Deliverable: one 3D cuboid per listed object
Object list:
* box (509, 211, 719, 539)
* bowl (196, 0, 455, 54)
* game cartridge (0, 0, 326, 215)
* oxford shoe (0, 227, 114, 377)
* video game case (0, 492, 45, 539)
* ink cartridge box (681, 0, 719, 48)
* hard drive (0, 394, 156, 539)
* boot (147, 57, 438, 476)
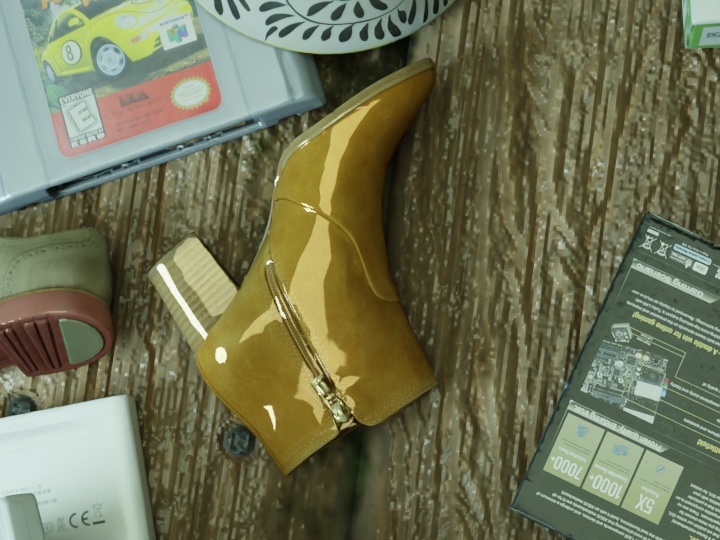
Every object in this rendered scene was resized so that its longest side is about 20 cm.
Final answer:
[{"bbox_3d":[0.198,0.089,0.970,0.198,0.086,0.165,24,86,10],"label":"box"},{"bbox_3d":[-0.016,-0.224,1.017,0.198,0.094,0.203,1,78,-6],"label":"bowl"},{"bbox_3d":[-0.130,-0.123,1.070,0.198,0.041,0.134,-19,76,5],"label":"game cartridge"},{"bbox_3d":[-0.226,0.020,1.058,0.198,0.071,0.075,-5,55,8],"label":"oxford shoe"},{"bbox_3d":[-0.190,0.233,0.967,0.182,0.024,0.202,-32,68,46],"label":"video game case"},{"bbox_3d":[0.265,-0.178,1.011,0.198,0.059,0.105,-3,82,7],"label":"ink cartridge box"},{"bbox_3d":[-0.170,0.178,1.038,0.131,0.027,0.202,-11,81,6],"label":"hard drive"},{"bbox_3d":[0.000,0.000,1.025,0.201,0.071,0.144,-41,85,4],"label":"boot"}]
